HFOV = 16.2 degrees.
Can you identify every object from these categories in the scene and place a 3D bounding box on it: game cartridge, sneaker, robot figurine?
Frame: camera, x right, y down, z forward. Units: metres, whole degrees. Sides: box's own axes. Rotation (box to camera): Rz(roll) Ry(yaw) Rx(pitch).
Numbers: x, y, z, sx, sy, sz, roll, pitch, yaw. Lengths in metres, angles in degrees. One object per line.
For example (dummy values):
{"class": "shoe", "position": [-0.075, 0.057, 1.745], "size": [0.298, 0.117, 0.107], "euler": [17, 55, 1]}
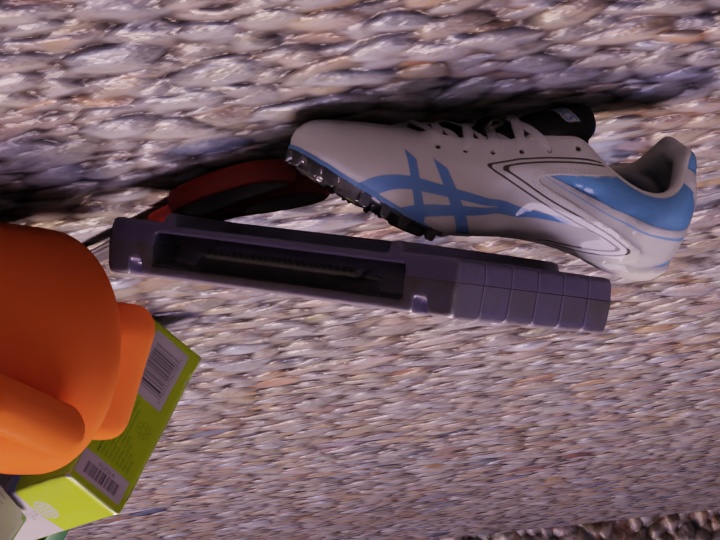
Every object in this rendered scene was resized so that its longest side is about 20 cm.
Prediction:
{"class": "game cartridge", "position": [0.000, 0.000, 1.154], "size": [0.199, 0.039, 0.129], "euler": [7, -176, 37]}
{"class": "sneaker", "position": [0.059, -0.046, 1.121], "size": [0.199, 0.073, 0.072], "euler": [10, -169, -26]}
{"class": "robot figurine", "position": [-0.187, 0.032, 1.138], "size": [0.199, 0.145, 0.117], "euler": [8, 143, -43]}

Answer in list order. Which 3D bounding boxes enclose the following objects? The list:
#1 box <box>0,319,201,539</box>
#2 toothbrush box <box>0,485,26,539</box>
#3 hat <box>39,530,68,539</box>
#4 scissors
{"class": "box", "position": [-0.190, 0.108, 1.549], "size": [0.048, 0.122, 0.199], "euler": [41, 144, -22]}
{"class": "toothbrush box", "position": [-0.321, 0.139, 1.491], "size": [0.199, 0.146, 0.086], "euler": [-15, -150, 38]}
{"class": "hat", "position": [-0.307, 0.131, 1.851], "size": [0.165, 0.176, 0.201], "euler": [-1, 130, -25]}
{"class": "scissors", "position": [-0.100, -0.023, 1.219], "size": [0.199, 0.014, 0.073], "euler": [-15, 169, 36]}
